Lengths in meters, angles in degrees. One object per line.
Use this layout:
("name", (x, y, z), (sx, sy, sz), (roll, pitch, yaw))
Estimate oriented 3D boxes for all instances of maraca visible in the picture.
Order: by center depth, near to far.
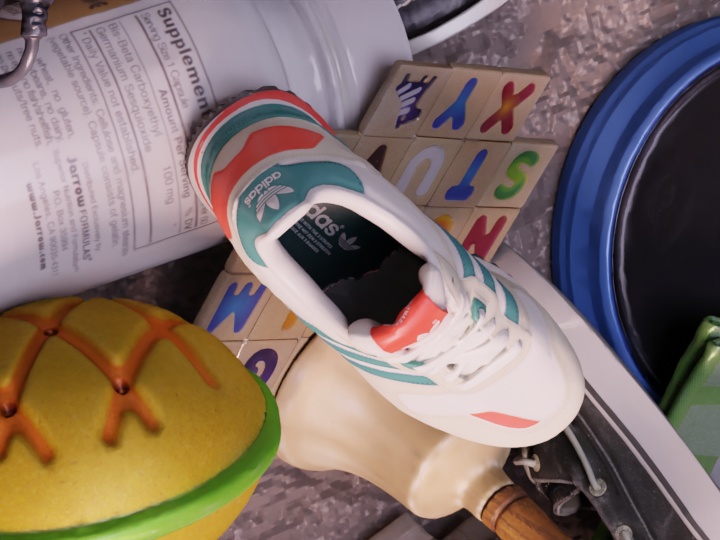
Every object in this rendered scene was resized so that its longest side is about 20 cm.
("maraca", (-0.127, 0.070, 1.034), (0.199, 0.137, 0.107), (-11, 115, -9))

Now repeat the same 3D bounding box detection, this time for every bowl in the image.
("bowl", (0.182, -0.017, 1.284), (0.200, 0.039, 0.201), (-6, 102, -26))

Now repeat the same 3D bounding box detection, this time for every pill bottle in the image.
("pill bottle", (-0.085, -0.060, 1.098), (0.199, 0.114, 0.115), (-19, 108, -22))

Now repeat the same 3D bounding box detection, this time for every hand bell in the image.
("hand bell", (0.064, 0.102, 1.144), (0.104, 0.200, 0.104), (-32, 148, -23))

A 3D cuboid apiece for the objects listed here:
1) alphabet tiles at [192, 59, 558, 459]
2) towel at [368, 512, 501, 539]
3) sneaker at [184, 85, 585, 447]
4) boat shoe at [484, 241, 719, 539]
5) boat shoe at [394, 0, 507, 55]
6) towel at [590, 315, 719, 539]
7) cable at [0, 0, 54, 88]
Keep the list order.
("alphabet tiles", (0.000, 0.000, 1.148), (0.166, 0.006, 0.200), (-1, 127, -52))
("towel", (0.016, 0.178, 1.154), (0.200, 0.192, 0.035), (-30, 120, -18))
("sneaker", (0.017, 0.018, 1.050), (0.070, 0.093, 0.200), (-43, 120, 8))
("boat shoe", (0.099, 0.074, 1.196), (0.064, 0.200, 0.071), (-38, 156, 4))
("boat shoe", (0.062, -0.162, 1.176), (0.200, 0.074, 0.060), (-41, 115, -17))
("towel", (0.208, 0.095, 1.290), (0.199, 0.031, 0.150), (6, 119, -33))
("cable", (-0.186, -0.152, 1.034), (0.163, 0.051, 0.201), (-5, 74, 8))
